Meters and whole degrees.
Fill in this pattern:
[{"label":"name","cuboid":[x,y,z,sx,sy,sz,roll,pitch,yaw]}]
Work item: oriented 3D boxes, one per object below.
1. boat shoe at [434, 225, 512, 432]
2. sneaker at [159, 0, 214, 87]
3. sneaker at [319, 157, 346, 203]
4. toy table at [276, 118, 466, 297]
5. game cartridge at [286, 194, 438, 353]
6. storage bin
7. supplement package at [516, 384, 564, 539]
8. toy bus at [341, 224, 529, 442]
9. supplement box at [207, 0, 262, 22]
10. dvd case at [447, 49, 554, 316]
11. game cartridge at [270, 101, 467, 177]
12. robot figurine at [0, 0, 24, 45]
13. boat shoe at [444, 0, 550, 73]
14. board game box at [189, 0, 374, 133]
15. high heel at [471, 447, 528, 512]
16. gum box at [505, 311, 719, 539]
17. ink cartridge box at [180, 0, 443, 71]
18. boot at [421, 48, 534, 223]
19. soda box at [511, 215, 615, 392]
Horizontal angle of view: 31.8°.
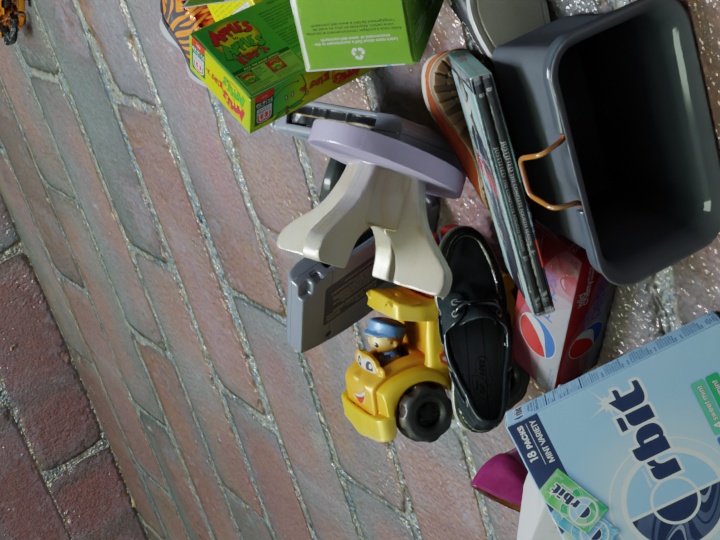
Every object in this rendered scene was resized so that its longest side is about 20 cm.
[{"label":"boat shoe","cuboid":[0.111,0.056,1.211,0.066,0.073,0.202,160,110,-84]},{"label":"sneaker","cuboid":[-0.194,-0.304,1.536,0.200,0.077,0.113,43,152,33]},{"label":"sneaker","cuboid":[0.003,-0.058,1.432,0.078,0.076,0.200,13,159,11]},{"label":"toy table","cuboid":[0.012,-0.055,1.158,0.183,0.199,0.118,16,89,41]},{"label":"game cartridge","cuboid":[0.000,0.000,1.350,0.042,0.199,0.134,44,151,21]},{"label":"storage bin","cuboid":[0.177,-0.104,0.992,0.134,0.144,0.202,29,142,63]},{"label":"supplement package","cuboid":[0.223,0.220,1.212,0.120,0.121,0.201,10,142,3]},{"label":"toy bus","cuboid":[0.068,0.057,1.292,0.136,0.198,0.194,28,136,64]},{"label":"supplement box","cuboid":[-0.088,-0.285,1.317,0.202,0.109,0.109,64,155,-7]},{"label":"dvd case","cuboid":[0.116,-0.077,1.052,0.146,0.022,0.202,-100,-6,-72]},{"label":"game cartridge","cuboid":[0.012,-0.134,1.268,0.199,0.133,0.041,16,88,43]},{"label":"robot figurine","cuboid":[-0.620,-0.481,2.181,0.146,0.058,0.200,55,154,13]},{"label":"boat shoe","cuboid":[0.094,-0.245,1.057,0.202,0.073,0.060,62,157,-2]},{"label":"board game box","cuboid":[-0.054,-0.219,1.213,0.102,0.199,0.048,47,153,25]},{"label":"high heel","cuboid":[0.206,0.289,1.396,0.201,0.096,0.068,55,155,12]},{"label":"gum box","cuboid":[0.247,0.157,1.066,0.171,0.198,0.045,63,-170,-6]},{"label":"ink cartridge box","cuboid":[-0.036,-0.240,1.117,0.198,0.148,0.076,-3,125,18]},{"label":"boot","cuboid":[0.119,-0.116,1.173,0.201,0.075,0.107,61,175,-16]},{"label":"soda box","cuboid":[0.190,0.024,1.179,0.070,0.063,0.201,44,151,31]}]
